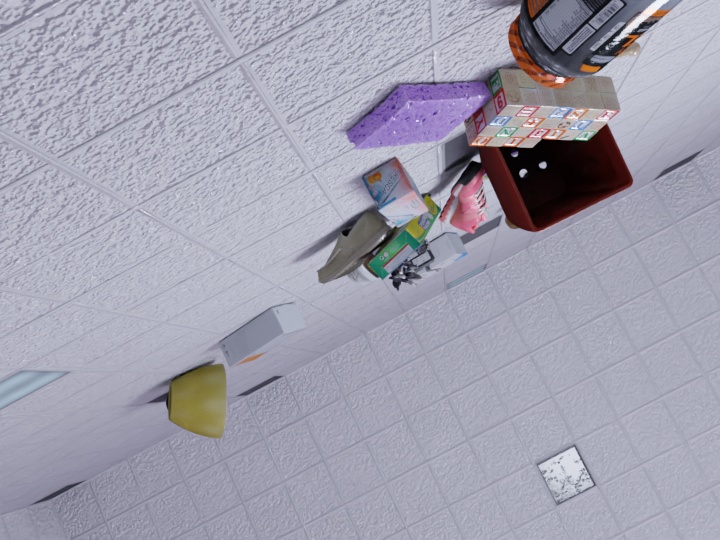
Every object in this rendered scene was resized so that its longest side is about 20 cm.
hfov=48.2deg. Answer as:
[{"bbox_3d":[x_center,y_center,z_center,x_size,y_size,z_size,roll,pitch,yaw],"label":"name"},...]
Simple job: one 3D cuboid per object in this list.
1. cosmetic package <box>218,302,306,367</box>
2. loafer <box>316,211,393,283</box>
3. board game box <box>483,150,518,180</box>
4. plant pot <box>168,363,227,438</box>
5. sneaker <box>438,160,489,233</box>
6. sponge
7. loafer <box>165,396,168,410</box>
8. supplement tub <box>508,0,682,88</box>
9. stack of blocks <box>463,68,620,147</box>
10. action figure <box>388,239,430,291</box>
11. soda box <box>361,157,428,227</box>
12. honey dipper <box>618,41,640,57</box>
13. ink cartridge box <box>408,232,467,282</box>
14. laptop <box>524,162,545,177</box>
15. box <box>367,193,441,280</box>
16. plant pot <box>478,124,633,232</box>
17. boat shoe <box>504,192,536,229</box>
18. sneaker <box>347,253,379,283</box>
[{"bbox_3d":[-0.243,0.160,1.992,0.199,0.072,0.101,-34,168,29],"label":"cosmetic package"},{"bbox_3d":[-0.018,-0.044,1.544,0.199,0.069,0.075,-38,170,33],"label":"loafer"},{"bbox_3d":[0.323,-0.235,1.613,0.198,0.033,0.120,-21,164,-30],"label":"board game box"},{"bbox_3d":[-0.446,0.353,2.183,0.140,0.203,0.200,4,160,-18],"label":"plant pot"},{"bbox_3d":[0.218,-0.139,1.555,0.074,0.086,0.201,-54,172,-24],"label":"sneaker"},{"bbox_3d":[0.082,-0.209,1.086,0.199,0.030,0.111,-16,165,-48],"label":"sponge"},{"bbox_3d":[-0.506,0.371,2.381,0.199,0.073,0.072,-34,173,39],"label":"loafer"},{"bbox_3d":[0.254,-0.291,0.853,0.121,0.124,0.200,-20,168,-35],"label":"supplement tub"},{"bbox_3d":[0.264,-0.234,1.185,0.197,0.059,0.115,-2,160,-22],"label":"stack of blocks"},{"bbox_3d":[0.108,-0.022,1.875,0.100,0.121,0.200,5,164,8],"label":"action figure"},{"bbox_3d":[0.062,-0.127,1.356,0.068,0.064,0.200,-28,170,8],"label":"soda box"},{"bbox_3d":[0.356,-0.319,1.234,0.198,0.038,0.038,-22,169,-27],"label":"honey dipper"},{"bbox_3d":[0.182,-0.024,2.196,0.199,0.069,0.116,-31,169,21],"label":"ink cartridge box"},{"bbox_3d":[0.500,-0.214,1.937,0.198,0.117,0.187,-25,169,-15],"label":"laptop"},{"bbox_3d":[0.090,-0.071,1.564,0.117,0.048,0.200,-43,-172,32],"label":"box"},{"bbox_3d":[0.315,-0.184,1.404,0.198,0.202,0.176,-25,179,-10],"label":"plant pot"},{"bbox_3d":[0.450,-0.183,2.129,0.200,0.072,0.068,-45,158,30],"label":"boat shoe"},{"bbox_3d":[0.000,0.000,1.819,0.083,0.074,0.200,-16,166,12],"label":"sneaker"}]
